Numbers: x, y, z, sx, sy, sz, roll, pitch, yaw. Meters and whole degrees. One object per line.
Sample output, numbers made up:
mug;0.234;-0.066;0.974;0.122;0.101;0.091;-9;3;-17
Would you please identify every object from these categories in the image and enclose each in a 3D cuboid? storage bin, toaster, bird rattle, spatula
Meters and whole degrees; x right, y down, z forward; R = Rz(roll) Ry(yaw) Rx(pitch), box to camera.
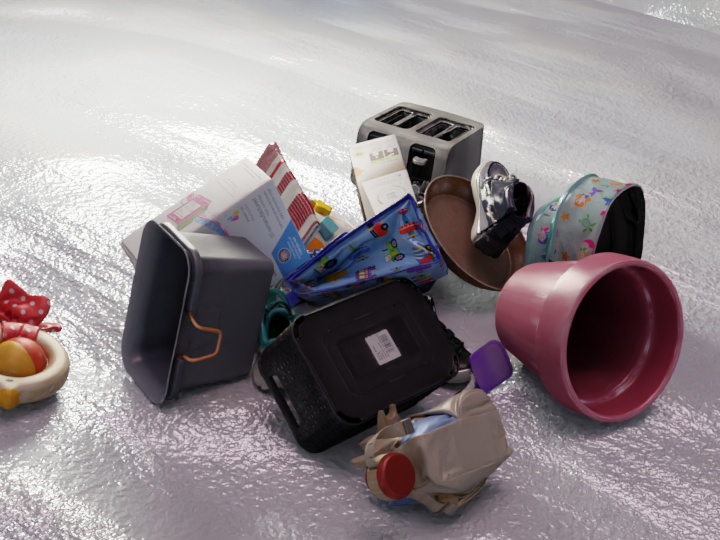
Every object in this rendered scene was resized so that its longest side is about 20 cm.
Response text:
storage bin;0.000;0.106;1.309;0.199;0.094;0.136;-21;75;-40
storage bin;-0.185;0.049;1.356;0.134;0.201;0.145;-4;28;-37
toaster;0.108;-0.199;1.958;0.180;0.120;0.200;21;31;25
bird rattle;-0.417;0.103;1.341;0.162;0.113;0.200;32;22;21
spatula;0.127;0.145;1.374;0.020;0.057;0.200;-13;14;38

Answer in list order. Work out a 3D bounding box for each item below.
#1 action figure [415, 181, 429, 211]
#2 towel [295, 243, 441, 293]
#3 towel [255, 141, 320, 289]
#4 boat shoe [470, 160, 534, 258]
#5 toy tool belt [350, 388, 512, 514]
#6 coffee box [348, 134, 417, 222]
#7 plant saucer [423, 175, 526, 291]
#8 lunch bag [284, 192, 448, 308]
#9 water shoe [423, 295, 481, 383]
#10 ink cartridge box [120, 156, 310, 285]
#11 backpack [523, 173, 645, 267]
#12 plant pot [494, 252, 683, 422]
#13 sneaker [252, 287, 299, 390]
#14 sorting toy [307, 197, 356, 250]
action figure;0.141;-0.085;1.768;0.118;0.103;0.200;-4;25;-43
towel;0.009;0.007;1.567;0.198;0.112;0.049;-4;66;-13
towel;-0.126;-0.072;1.614;0.023;0.144;0.200;16;30;-37
boat shoe;0.213;-0.111;1.647;0.074;0.093;0.201;29;40;-20
toy tool belt;0.058;0.202;1.210;0.199;0.126;0.123;-16;-4;-42
coffee box;0.041;-0.092;1.680;0.079;0.115;0.201;-13;42;0
plant saucer;0.163;-0.048;1.649;0.199;0.034;0.201;26;42;-26
lunch bag;0.000;0.000;1.412;0.199;0.095;0.151;-26;-9;4
water shoe;0.076;0.075;1.467;0.071;0.079;0.199;-19;36;-39
ink cartridge box;-0.184;-0.025;1.458;0.199;0.145;0.085;-35;40;-11
backpack;0.320;-0.035;1.595;0.150;0.201;0.177;23;33;30
plant pot;0.271;0.069;1.419;0.199;0.202;0.179;-10;15;-28
sneaker;-0.101;0.072;1.439;0.077;0.080;0.200;0;27;-10
sorting toy;-0.070;-0.062;1.714;0.179;0.107;0.200;9;20;-38
